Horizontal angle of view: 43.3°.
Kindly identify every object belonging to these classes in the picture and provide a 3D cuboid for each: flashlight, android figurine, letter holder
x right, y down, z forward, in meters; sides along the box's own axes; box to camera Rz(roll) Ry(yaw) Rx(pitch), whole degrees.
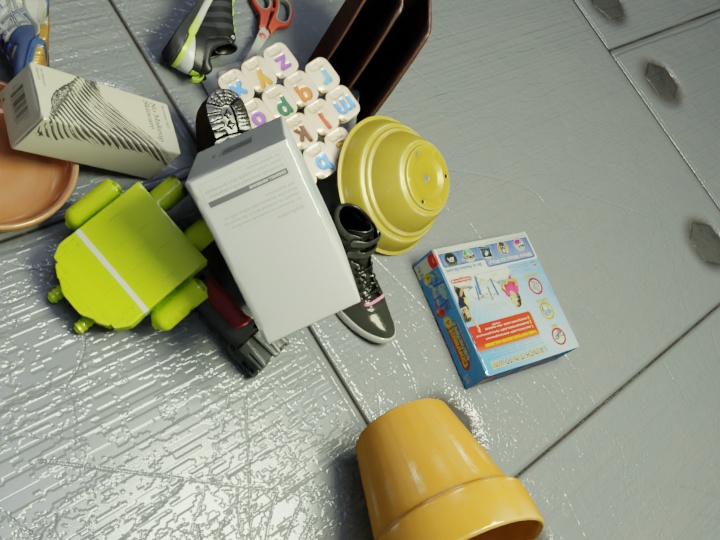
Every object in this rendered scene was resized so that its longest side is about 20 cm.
[{"bbox_3d":[-0.169,0.030,1.099,0.200,0.068,0.068,46,49,-1],"label":"flashlight"},{"bbox_3d":[-0.261,-0.014,1.036,0.200,0.041,0.182,-43,90,-12],"label":"android figurine"},{"bbox_3d":[0.009,-0.317,1.304,0.100,0.200,0.143,24,41,-20],"label":"letter holder"}]

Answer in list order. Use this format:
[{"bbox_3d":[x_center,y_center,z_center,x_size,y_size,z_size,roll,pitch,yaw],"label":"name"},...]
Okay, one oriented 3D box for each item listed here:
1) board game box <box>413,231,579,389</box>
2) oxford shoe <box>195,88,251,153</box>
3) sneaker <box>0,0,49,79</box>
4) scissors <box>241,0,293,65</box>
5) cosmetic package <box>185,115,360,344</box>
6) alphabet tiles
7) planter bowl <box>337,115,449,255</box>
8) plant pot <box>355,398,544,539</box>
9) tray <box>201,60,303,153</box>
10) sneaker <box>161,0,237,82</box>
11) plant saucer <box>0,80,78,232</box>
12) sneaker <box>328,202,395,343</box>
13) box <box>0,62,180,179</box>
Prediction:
[{"bbox_3d":[0.200,0.053,1.332,0.199,0.056,0.197,-11,71,-36],"label":"board game box"},{"bbox_3d":[-0.171,-0.128,1.185,0.072,0.084,0.202,-8,89,-32],"label":"oxford shoe"},{"bbox_3d":[-0.425,-0.285,1.107,0.087,0.076,0.201,0,47,-20],"label":"sneaker"},{"bbox_3d":[-0.138,-0.353,1.355,0.073,0.014,0.201,20,47,-23],"label":"scissors"},{"bbox_3d":[-0.099,-0.054,1.052,0.122,0.199,0.201,-23,108,1],"label":"cosmetic package"},{"bbox_3d":[-0.100,-0.212,1.259,0.200,0.015,0.196,-37,90,-23],"label":"alphabet tiles"},{"bbox_3d":[0.067,-0.125,1.280,0.199,0.083,0.202,5,83,-44],"label":"planter bowl"},{"bbox_3d":[0.084,0.260,1.066,0.199,0.201,0.184,-3,51,-34],"label":"plant pot"},{"bbox_3d":[-0.141,-0.215,1.283,0.107,0.022,0.201,-22,78,-38],"label":"tray"},{"bbox_3d":[-0.208,-0.340,1.286,0.083,0.072,0.201,35,58,-17],"label":"sneaker"},{"bbox_3d":[-0.428,-0.129,1.041,0.199,0.037,0.201,16,56,-26],"label":"plant saucer"},{"bbox_3d":[0.000,0.000,1.204,0.071,0.099,0.201,-27,82,-41],"label":"sneaker"},{"bbox_3d":[-0.316,-0.173,1.075,0.199,0.068,0.083,6,58,-53],"label":"box"}]
